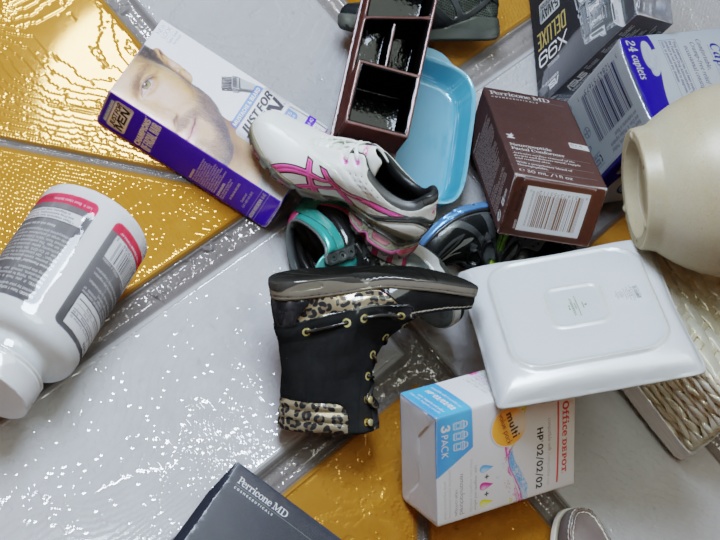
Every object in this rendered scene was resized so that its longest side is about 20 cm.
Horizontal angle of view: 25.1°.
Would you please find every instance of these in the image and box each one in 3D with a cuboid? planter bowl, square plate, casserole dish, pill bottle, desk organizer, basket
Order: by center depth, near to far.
[{"bbox_3d":[-0.282,0.029,1.434,0.111,0.111,0.200,32,57,-6],"label":"pill bottle"},{"bbox_3d":[0.206,0.041,1.543,0.198,0.028,0.200,-10,40,-2],"label":"square plate"},{"bbox_3d":[0.330,-0.084,1.568,0.135,0.200,0.200,-5,66,-3],"label":"planter bowl"},{"bbox_3d":[0.028,-0.221,1.634,0.072,0.077,0.200,14,76,-8],"label":"desk organizer"},{"bbox_3d":[0.338,0.068,1.668,0.136,0.123,0.200,-32,80,-33],"label":"basket"},{"bbox_3d":[0.056,-0.147,1.705,0.121,0.039,0.200,17,61,-15],"label":"casserole dish"}]

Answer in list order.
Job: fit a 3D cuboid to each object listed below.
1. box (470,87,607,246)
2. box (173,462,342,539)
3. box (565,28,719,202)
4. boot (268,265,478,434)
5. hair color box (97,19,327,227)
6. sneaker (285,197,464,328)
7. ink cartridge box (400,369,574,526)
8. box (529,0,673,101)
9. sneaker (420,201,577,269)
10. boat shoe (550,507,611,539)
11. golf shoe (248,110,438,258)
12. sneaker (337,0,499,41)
[{"bbox_3d":[0.179,-0.109,1.661,0.100,0.075,0.200,8,29,-12],"label":"box"},{"bbox_3d":[-0.089,0.304,1.384,0.200,0.104,0.182,38,58,-2],"label":"box"},{"bbox_3d":[0.333,-0.166,1.745,0.200,0.184,0.105,-10,68,-26],"label":"box"},{"bbox_3d":[0.010,0.074,1.517,0.200,0.073,0.151,-1,99,-18],"label":"boot"},{"bbox_3d":[-0.146,-0.146,1.606,0.200,0.065,0.109,32,58,-4],"label":"hair color box"},{"bbox_3d":[0.000,0.000,1.581,0.200,0.084,0.121,45,53,11],"label":"sneaker"},{"bbox_3d":[0.140,0.156,1.542,0.200,0.068,0.115,-13,114,-28],"label":"ink cartridge box"},{"bbox_3d":[0.259,-0.287,1.764,0.050,0.200,0.158,10,63,-23],"label":"box"},{"bbox_3d":[0.143,-0.023,1.661,0.200,0.071,0.083,-5,62,-28],"label":"sneaker"},{"bbox_3d":[0.234,0.317,1.539,0.072,0.060,0.200,-1,66,-23],"label":"boat shoe"},{"bbox_3d":[-0.013,-0.101,1.544,0.200,0.092,0.073,33,43,2],"label":"golf shoe"},{"bbox_3d":[0.063,-0.303,1.739,0.199,0.076,0.114,-6,103,-27],"label":"sneaker"}]
